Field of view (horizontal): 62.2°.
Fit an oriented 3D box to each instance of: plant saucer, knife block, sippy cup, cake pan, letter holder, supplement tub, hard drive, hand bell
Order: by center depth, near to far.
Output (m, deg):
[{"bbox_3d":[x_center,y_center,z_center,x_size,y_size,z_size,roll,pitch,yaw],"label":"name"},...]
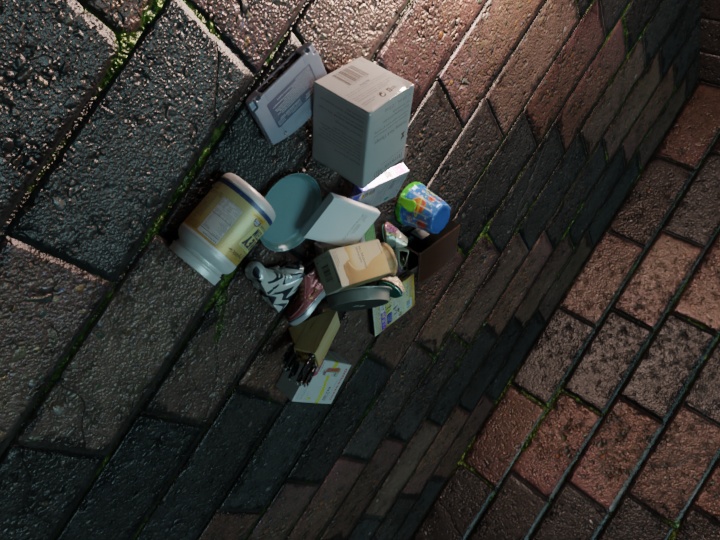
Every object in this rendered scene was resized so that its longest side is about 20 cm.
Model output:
[{"bbox_3d":[-0.287,-0.085,1.244,0.201,0.144,0.145,-52,145,-9],"label":"supplement tub"},{"bbox_3d":[-0.176,-0.143,1.443,0.199,0.027,0.203,-31,136,-35],"label":"plant saucer"},{"bbox_3d":[-0.049,-0.124,1.527,0.132,0.027,0.199,-49,149,21],"label":"hard drive"},{"bbox_3d":[-0.124,0.218,1.632,0.197,0.176,0.065,-22,137,-11],"label":"knife block"},{"bbox_3d":[-0.005,0.082,1.695,0.199,0.198,0.037,9,70,-53],"label":"cake pan"},{"bbox_3d":[0.000,0.000,1.742,0.198,0.104,0.105,-23,134,-23],"label":"hand bell"},{"bbox_3d":[0.195,-0.179,1.788,0.177,0.130,0.141,-32,138,-33],"label":"sippy cup"},{"bbox_3d":[0.217,-0.069,1.928,0.199,0.100,0.144,-34,141,-31],"label":"letter holder"}]

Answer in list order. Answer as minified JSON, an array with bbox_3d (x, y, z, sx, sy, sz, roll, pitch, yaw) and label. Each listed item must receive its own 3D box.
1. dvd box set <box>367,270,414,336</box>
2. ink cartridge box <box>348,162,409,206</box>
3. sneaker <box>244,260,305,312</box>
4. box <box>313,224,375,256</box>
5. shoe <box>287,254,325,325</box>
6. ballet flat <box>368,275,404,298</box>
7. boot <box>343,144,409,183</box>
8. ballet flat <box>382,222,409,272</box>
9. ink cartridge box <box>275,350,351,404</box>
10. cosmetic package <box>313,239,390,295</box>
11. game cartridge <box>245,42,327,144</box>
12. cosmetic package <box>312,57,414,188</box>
[{"bbox_3d":[0.103,0.109,1.977,0.199,0.029,0.148,-36,139,-29],"label":"dvd box set"},{"bbox_3d":[0.032,-0.209,1.591,0.198,0.042,0.120,-31,164,-28],"label":"ink cartridge box"},{"bbox_3d":[-0.202,0.006,1.478,0.130,0.079,0.200,-48,144,-17],"label":"sneaker"},{"bbox_3d":[-0.037,-0.069,1.666,0.199,0.036,0.146,-37,140,-26],"label":"box"},{"bbox_3d":[-0.147,0.052,1.597,0.200,0.072,0.091,-46,119,8],"label":"shoe"},{"bbox_3d":[0.082,0.045,1.788,0.064,0.199,0.076,-44,105,-24],"label":"ballet flat"},{"bbox_3d":[0.051,-0.284,1.589,0.201,0.069,0.174,-50,153,0],"label":"boot"},{"bbox_3d":[0.113,-0.069,1.815,0.202,0.070,0.070,77,25,-46],"label":"ballet flat"},{"bbox_3d":[-0.136,0.314,1.787,0.199,0.083,0.147,22,97,-55],"label":"ink cartridge box"},{"bbox_3d":[-0.019,-0.011,1.577,0.198,0.071,0.107,-17,84,-47],"label":"cosmetic package"},{"bbox_3d":[-0.150,-0.376,1.292,0.200,0.041,0.134,-48,141,-15],"label":"game cartridge"},{"bbox_3d":[0.002,-0.338,1.360,0.167,0.165,0.202,-41,152,-33],"label":"cosmetic package"}]
